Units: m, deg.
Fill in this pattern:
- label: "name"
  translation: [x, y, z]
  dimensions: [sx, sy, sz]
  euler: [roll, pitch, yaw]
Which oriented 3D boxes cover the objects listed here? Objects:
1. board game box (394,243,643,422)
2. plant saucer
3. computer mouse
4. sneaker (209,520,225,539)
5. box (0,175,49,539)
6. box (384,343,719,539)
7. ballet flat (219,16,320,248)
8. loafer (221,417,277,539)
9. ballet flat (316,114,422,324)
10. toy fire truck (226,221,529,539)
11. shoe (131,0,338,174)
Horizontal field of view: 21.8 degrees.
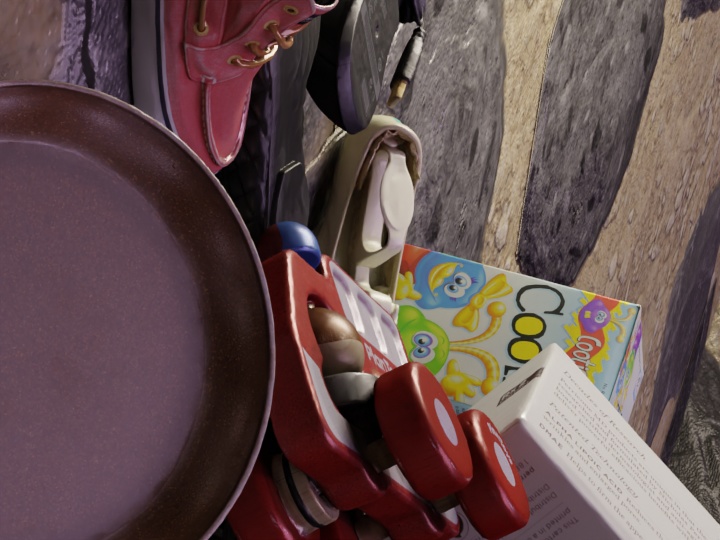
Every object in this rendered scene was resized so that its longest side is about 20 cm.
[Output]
- label: "board game box"
  translation: [0.078, 0.064, 1.242]
  dimensions: [0.105, 0.198, 0.104]
  euler: [74, 36, -60]
- label: "plant saucer"
  translation: [-0.123, 0.029, 0.714]
  dimensions: [0.199, 0.032, 0.202]
  euler: [6, 80, -34]
- label: "computer mouse"
  translation: [-0.001, -0.139, 1.102]
  dimensions: [0.141, 0.046, 0.201]
  euler: [77, 20, -48]
- label: "sneaker"
  translation: [-0.061, 0.168, 1.126]
  dimensions: [0.200, 0.079, 0.096]
  euler: [-36, 153, -60]
- label: "box"
  translation: [-0.122, 0.067, 0.795]
  dimensions: [0.144, 0.036, 0.202]
  euler: [11, 73, -71]
- label: "box"
  translation: [0.098, 0.191, 1.094]
  dimensions: [0.199, 0.200, 0.131]
  euler: [-42, -178, 22]
- label: "ballet flat"
  translation: [-0.056, -0.102, 0.970]
  dimensions: [0.066, 0.056, 0.202]
  euler: [-18, 115, -61]
- label: "loafer"
  translation: [-0.037, 0.087, 1.054]
  dimensions: [0.070, 0.068, 0.202]
  euler: [131, -28, -52]
- label: "ballet flat"
  translation: [0.000, 0.000, 1.163]
  dimensions: [0.069, 0.069, 0.202]
  euler: [26, 74, -72]
- label: "toy fire truck"
  translation: [-0.007, 0.065, 0.949]
  dimensions: [0.200, 0.111, 0.169]
  euler: [42, 24, -58]
- label: "shoe"
  translation: [-0.054, -0.118, 0.871]
  dimensions: [0.072, 0.090, 0.201]
  euler: [-57, 155, -45]
